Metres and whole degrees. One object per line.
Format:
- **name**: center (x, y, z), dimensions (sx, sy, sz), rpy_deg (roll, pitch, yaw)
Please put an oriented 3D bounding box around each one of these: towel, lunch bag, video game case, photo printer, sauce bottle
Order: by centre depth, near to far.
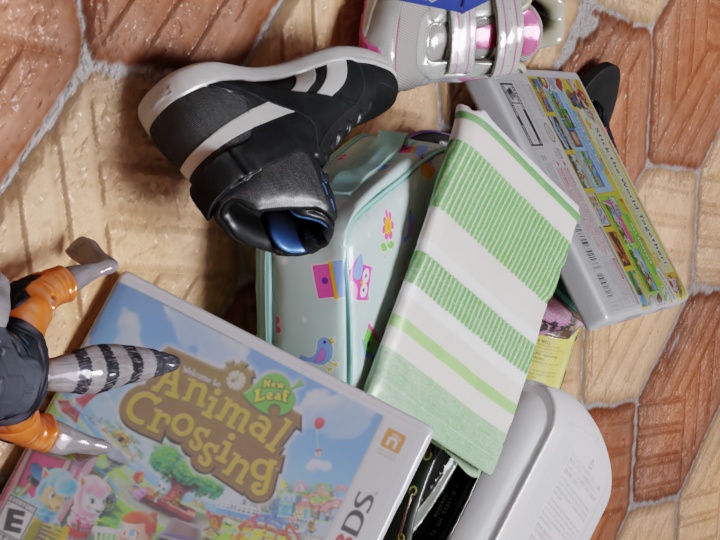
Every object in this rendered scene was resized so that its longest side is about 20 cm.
- **video game case**: center (-0.086, 0.124, 0.972), dimensions (0.183, 0.198, 0.022), rpy_deg (-63, 176, -15)
- **lunch bag**: center (0.000, 0.000, 1.125), dimensions (0.200, 0.076, 0.162), rpy_deg (-43, 133, -61)
- **towel**: center (0.073, 0.015, 1.126), dimensions (0.152, 0.023, 0.202), rpy_deg (39, 65, -46)
- **video game case**: center (0.163, -0.057, 1.305), dimensions (0.181, 0.023, 0.202), rpy_deg (-8, 70, -61)
- **photo printer**: center (0.118, 0.189, 1.335), dimensions (0.201, 0.069, 0.167), rpy_deg (-61, 146, -14)
- **sauce bottle**: center (0.141, 0.047, 1.395), dimensions (0.066, 0.066, 0.202), rpy_deg (-11, 123, -56)

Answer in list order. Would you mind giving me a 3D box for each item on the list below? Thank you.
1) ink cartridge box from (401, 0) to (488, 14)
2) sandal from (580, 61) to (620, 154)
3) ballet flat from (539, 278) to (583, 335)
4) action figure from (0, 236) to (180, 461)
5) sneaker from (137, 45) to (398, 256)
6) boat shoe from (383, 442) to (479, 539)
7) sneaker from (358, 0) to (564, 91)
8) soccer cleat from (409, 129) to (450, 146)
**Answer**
- **ink cartridge box**: center (0.024, -0.251, 0.992), dimensions (0.093, 0.044, 0.202), rpy_deg (3, 74, -47)
- **sandal**: center (0.172, -0.074, 1.421), dimensions (0.201, 0.045, 0.075), rpy_deg (-63, 148, -16)
- **ballet flat**: center (0.098, -0.004, 1.245), dimensions (0.071, 0.070, 0.200), rpy_deg (-28, 142, 12)
- **action figure**: center (-0.173, 0.020, 0.862), dimensions (0.193, 0.104, 0.202), rpy_deg (-4, 109, -66)
- **sneaker**: center (-0.032, -0.063, 1.023), dimensions (0.199, 0.113, 0.073), rpy_deg (-14, 158, -48)
- **boat shoe**: center (0.071, 0.108, 1.203), dimensions (0.203, 0.063, 0.074), rpy_deg (-58, 141, -5)
- **sneaker**: center (0.071, -0.165, 1.169), dimensions (0.199, 0.088, 0.082), rpy_deg (-33, 131, -47)
- **soccer cleat**: center (0.084, -0.060, 1.283), dimensions (0.199, 0.073, 0.068), rpy_deg (24, 115, -43)
